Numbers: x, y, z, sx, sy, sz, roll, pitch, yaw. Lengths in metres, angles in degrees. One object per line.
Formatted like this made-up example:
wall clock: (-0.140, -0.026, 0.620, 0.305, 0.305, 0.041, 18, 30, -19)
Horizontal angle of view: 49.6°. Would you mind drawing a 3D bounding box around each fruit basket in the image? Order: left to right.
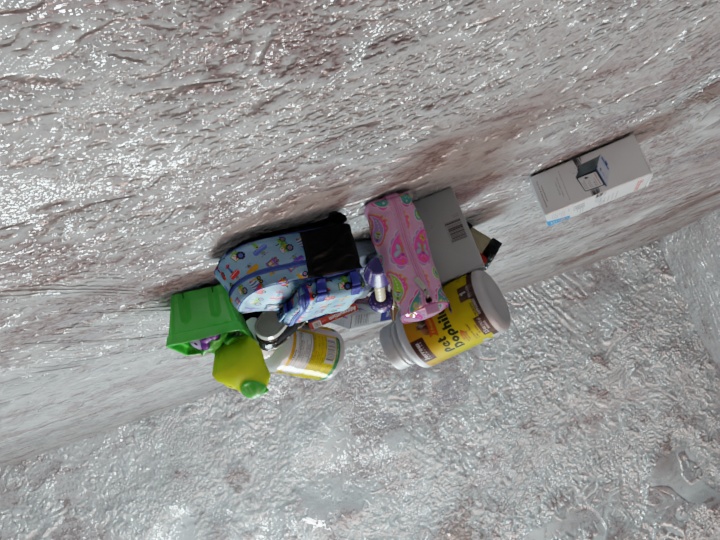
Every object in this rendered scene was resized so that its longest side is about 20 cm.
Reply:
fruit basket: (-0.249, 0.139, 1.385, 0.155, 0.216, 0.216, -12, 170, -3)

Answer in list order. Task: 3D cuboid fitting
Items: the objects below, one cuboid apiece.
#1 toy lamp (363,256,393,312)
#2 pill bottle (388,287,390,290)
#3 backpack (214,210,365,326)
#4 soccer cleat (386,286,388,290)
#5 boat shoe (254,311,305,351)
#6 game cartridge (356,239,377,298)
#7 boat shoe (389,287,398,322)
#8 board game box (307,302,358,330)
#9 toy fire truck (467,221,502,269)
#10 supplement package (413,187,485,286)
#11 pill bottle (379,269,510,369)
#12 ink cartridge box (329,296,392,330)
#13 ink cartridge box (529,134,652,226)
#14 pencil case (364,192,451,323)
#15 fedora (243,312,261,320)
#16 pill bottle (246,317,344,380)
toy lamp: (0.037, 0.026, 1.488, 0.058, 0.058, 0.200, -20, 161, -3)
pill bottle: (0.117, 0.039, 1.857, 0.112, 0.113, 0.200, -28, 168, 37)
backpack: (-0.114, 0.010, 1.190, 0.200, 0.135, 0.183, -13, 167, -25)
soccer cleat: (0.100, -0.008, 1.647, 0.070, 0.086, 0.200, -9, 165, -48)
boat shoe: (-0.127, 0.073, 1.483, 0.200, 0.074, 0.060, -52, 159, -34)
game cartridge: (0.000, 0.000, 1.494, 0.133, 0.041, 0.200, -47, 162, 18)
boat shoe: (0.090, 0.050, 1.601, 0.076, 0.200, 0.072, 10, -149, 14)
board game box: (-0.068, 0.064, 1.621, 0.103, 0.019, 0.200, -22, -162, -2)
toy fire truck: (0.187, 0.004, 1.646, 0.200, 0.129, 0.176, -57, 172, -5)
supplement package: (0.127, -0.020, 1.368, 0.150, 0.152, 0.200, -21, 161, 5)
pill bottle: (0.134, 0.087, 1.264, 0.200, 0.109, 0.109, -29, 168, 22)
ink cartridge box: (-0.041, 0.086, 1.861, 0.200, 0.043, 0.196, 18, -165, 33)
ink cartridge box: (0.429, -0.164, 1.462, 0.200, 0.086, 0.146, -24, 170, 13)
pencil case: (0.072, -0.019, 1.198, 0.087, 0.200, 0.087, -17, 166, -4)
fedora: (-0.203, 0.139, 1.675, 0.200, 0.092, 0.201, -6, -175, 1)
pill bottle: (-0.140, 0.154, 1.561, 0.200, 0.113, 0.113, 17, 147, -39)
